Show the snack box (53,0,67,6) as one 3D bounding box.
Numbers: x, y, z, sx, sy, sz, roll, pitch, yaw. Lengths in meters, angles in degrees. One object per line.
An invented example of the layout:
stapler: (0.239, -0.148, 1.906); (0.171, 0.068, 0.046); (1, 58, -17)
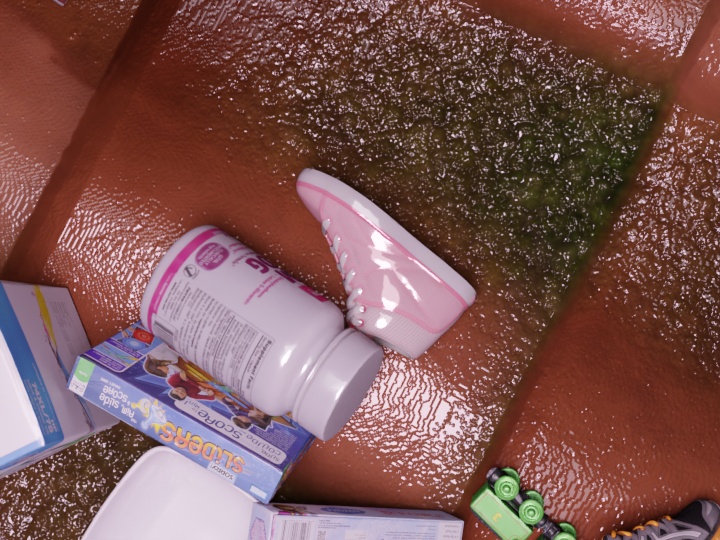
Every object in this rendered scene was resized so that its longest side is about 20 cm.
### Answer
snack box: (-0.360, -0.346, 0.993); (0.199, 0.024, 0.072); (33, 90, 6)

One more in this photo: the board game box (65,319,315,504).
board game box: (-0.140, 0.117, 0.885); (0.199, 0.135, 0.035); (29, 107, 7)

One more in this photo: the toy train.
toy train: (0.180, 0.261, 0.901); (0.200, 0.042, 0.056); (45, 100, 6)

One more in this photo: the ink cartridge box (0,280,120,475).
ink cartridge box: (-0.327, 0.104, 0.871); (0.145, 0.200, 0.147); (-25, 86, 2)

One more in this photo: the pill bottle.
pill bottle: (-0.086, 0.056, 0.885); (0.199, 0.113, 0.114); (32, 89, 15)

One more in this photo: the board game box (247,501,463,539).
board game box: (-0.014, 0.306, 0.857); (0.198, 0.041, 0.202); (12, 86, -31)

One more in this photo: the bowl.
bowl: (-0.154, 0.279, 0.908); (0.199, 0.075, 0.201); (33, 89, 5)

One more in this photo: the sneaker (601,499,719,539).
sneaker: (0.239, 0.249, 0.851); (0.199, 0.079, 0.077); (-30, 63, -33)

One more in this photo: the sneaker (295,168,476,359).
sneaker: (0.000, 0.000, 0.914); (0.200, 0.075, 0.105); (39, 84, 2)
